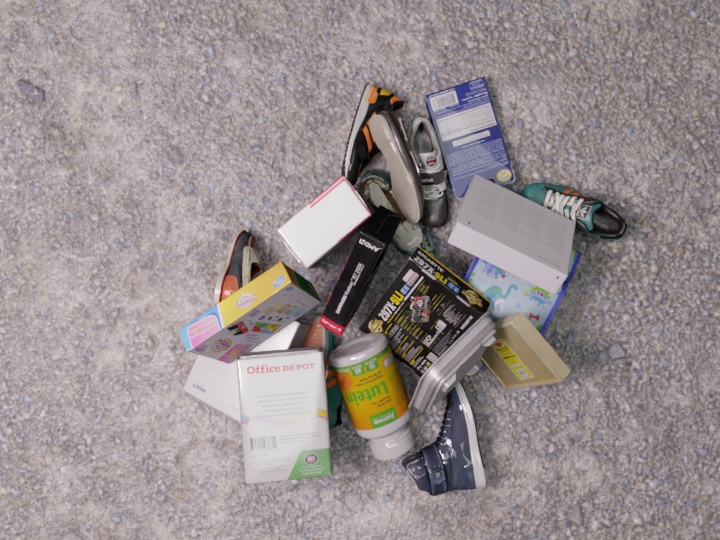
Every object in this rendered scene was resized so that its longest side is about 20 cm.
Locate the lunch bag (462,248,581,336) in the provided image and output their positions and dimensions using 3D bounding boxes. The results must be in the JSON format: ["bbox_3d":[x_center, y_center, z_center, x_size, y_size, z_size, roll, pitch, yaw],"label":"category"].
[{"bbox_3d":[0.281,0.009,1.252,0.168,0.128,0.202,31,73,8],"label":"lunch bag"}]

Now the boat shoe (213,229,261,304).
[{"bbox_3d":[-0.206,-0.003,1.236,0.061,0.201,0.072,8,123,-1],"label":"boat shoe"}]

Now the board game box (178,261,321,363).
[{"bbox_3d":[-0.175,0.074,1.146,0.198,0.153,0.041,-33,70,5],"label":"board game box"}]

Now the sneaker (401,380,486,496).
[{"bbox_3d":[0.138,0.299,1.261,0.143,0.077,0.207,-10,85,1],"label":"sneaker"}]

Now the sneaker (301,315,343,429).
[{"bbox_3d":[-0.066,0.188,1.279,0.070,0.079,0.204,-14,67,38],"label":"sneaker"}]

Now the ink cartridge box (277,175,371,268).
[{"bbox_3d":[-0.060,-0.077,1.219,0.145,0.200,0.085,-39,93,0],"label":"ink cartridge box"}]

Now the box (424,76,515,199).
[{"bbox_3d":[0.202,-0.242,1.304,0.119,0.032,0.204,-16,86,1],"label":"box"}]

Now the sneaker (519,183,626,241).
[{"bbox_3d":[0.384,-0.110,1.260,0.196,0.080,0.073,20,91,3],"label":"sneaker"}]

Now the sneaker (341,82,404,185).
[{"bbox_3d":[0.025,-0.241,1.276,0.088,0.070,0.204,15,73,-2],"label":"sneaker"}]

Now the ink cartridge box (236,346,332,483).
[{"bbox_3d":[-0.124,0.233,1.163,0.142,0.088,0.205,-5,91,-4],"label":"ink cartridge box"}]

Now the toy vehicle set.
[{"bbox_3d":[0.261,0.142,1.202,0.026,0.200,0.125,-40,90,-19],"label":"toy vehicle set"}]

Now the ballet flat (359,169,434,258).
[{"bbox_3d":[0.061,-0.094,1.282,0.074,0.074,0.201,-38,86,-1],"label":"ballet flat"}]

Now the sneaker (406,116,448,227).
[{"bbox_3d":[0.118,-0.179,1.277,0.072,0.089,0.205,-12,89,-1],"label":"sneaker"}]

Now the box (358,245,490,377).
[{"bbox_3d":[0.108,0.080,1.227,0.159,0.049,0.201,37,129,5],"label":"box"}]

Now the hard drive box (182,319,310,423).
[{"bbox_3d":[-0.203,0.156,1.259,0.154,0.077,0.203,25,88,14],"label":"hard drive box"}]

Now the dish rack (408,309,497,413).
[{"bbox_3d":[0.158,0.162,1.164,0.171,0.201,0.044,-40,71,-19],"label":"dish rack"}]

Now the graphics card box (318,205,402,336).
[{"bbox_3d":[0.000,0.000,1.210,0.050,0.126,0.202,29,122,4],"label":"graphics card box"}]

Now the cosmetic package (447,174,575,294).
[{"bbox_3d":[0.259,-0.064,1.188,0.197,0.152,0.052,26,132,3],"label":"cosmetic package"}]

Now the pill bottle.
[{"bbox_3d":[0.027,0.223,1.238,0.109,0.111,0.204,-20,100,0],"label":"pill bottle"}]

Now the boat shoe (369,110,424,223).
[{"bbox_3d":[0.079,-0.187,1.239,0.056,0.066,0.204,-24,95,-30],"label":"boat shoe"}]
